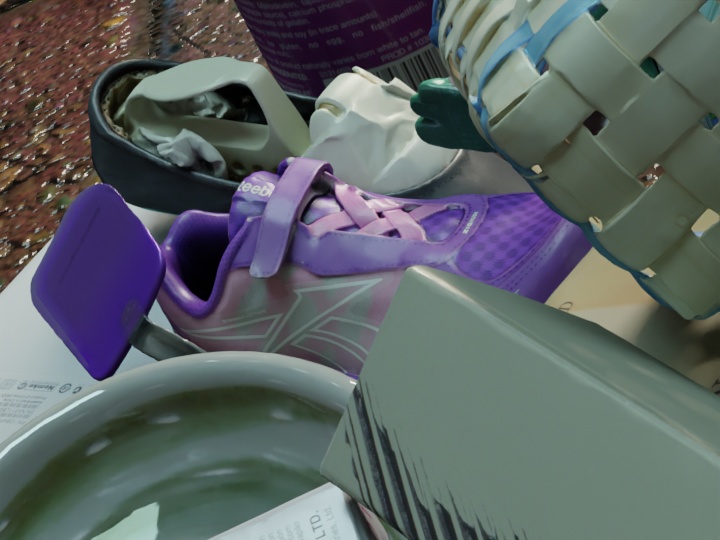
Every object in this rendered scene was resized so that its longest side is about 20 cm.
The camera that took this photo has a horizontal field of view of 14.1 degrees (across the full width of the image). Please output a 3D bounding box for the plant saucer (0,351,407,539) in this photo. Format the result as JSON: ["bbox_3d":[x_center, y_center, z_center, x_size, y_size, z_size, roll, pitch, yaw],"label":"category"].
[{"bbox_3d":[-0.055,0.120,0.875,0.199,0.050,0.201,-13,51,17],"label":"plant saucer"}]

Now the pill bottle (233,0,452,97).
[{"bbox_3d":[-0.010,-0.150,1.146,0.112,0.200,0.112,-20,29,12],"label":"pill bottle"}]

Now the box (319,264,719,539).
[{"bbox_3d":[0.082,0.070,0.750,0.200,0.082,0.069,32,101,50],"label":"box"}]

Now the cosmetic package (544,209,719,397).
[{"bbox_3d":[0.144,0.038,0.847,0.200,0.071,0.105,3,41,43],"label":"cosmetic package"}]

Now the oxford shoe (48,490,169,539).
[{"bbox_3d":[-0.135,0.109,0.978,0.199,0.073,0.084,-17,26,-6],"label":"oxford shoe"}]

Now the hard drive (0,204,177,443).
[{"bbox_3d":[-0.099,0.027,1.118,0.132,0.025,0.200,2,41,41],"label":"hard drive"}]

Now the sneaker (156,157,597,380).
[{"bbox_3d":[0.000,0.000,0.983,0.200,0.089,0.081,-16,27,43],"label":"sneaker"}]

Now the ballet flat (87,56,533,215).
[{"bbox_3d":[-0.021,-0.044,1.079,0.199,0.073,0.073,12,46,31],"label":"ballet flat"}]

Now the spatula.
[{"bbox_3d":[-0.044,0.041,0.971,0.200,0.057,0.021,39,22,28],"label":"spatula"}]

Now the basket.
[{"bbox_3d":[0.105,-0.084,0.844,0.176,0.139,0.200,-43,19,22],"label":"basket"}]

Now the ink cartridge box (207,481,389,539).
[{"bbox_3d":[-0.072,0.150,0.801,0.199,0.042,0.120,-24,49,5],"label":"ink cartridge box"}]

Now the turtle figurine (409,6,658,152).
[{"bbox_3d":[0.089,-0.106,1.040,0.101,0.150,0.200,-22,35,49],"label":"turtle figurine"}]

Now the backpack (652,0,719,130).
[{"bbox_3d":[0.190,-0.108,0.965,0.200,0.167,0.127,-42,31,-10],"label":"backpack"}]
